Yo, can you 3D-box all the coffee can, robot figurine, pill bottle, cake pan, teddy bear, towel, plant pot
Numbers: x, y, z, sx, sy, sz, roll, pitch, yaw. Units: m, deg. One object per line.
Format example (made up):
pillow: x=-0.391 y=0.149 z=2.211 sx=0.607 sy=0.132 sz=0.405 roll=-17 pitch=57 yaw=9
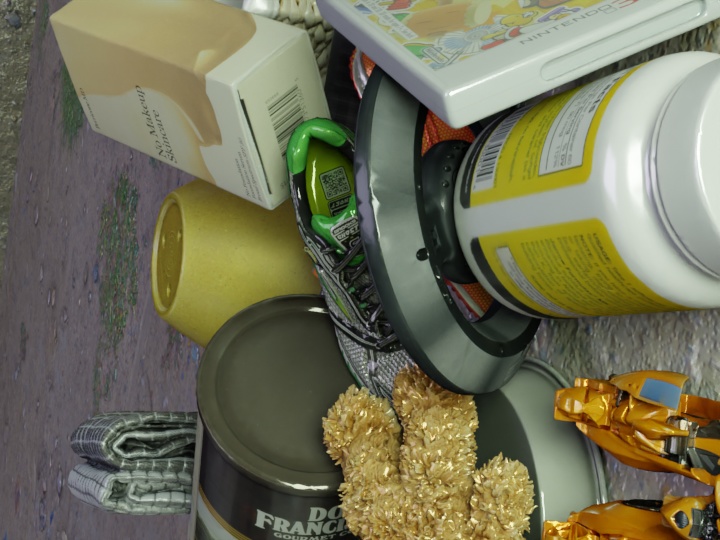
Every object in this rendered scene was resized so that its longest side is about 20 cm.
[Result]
coffee can: x=-0.042 y=0.134 z=0.952 sx=0.201 sy=0.145 sz=0.147 roll=101 pitch=160 yaw=-51
robot figurine: x=0.157 y=0.112 z=0.645 sx=0.200 sy=0.058 sz=0.147 roll=-172 pitch=86 yaw=-68
pill bottle: x=0.135 y=-0.037 z=0.657 sx=0.200 sy=0.113 sz=0.116 roll=172 pitch=102 yaw=-67
cake pan: x=0.081 y=0.152 z=0.847 sx=0.200 sy=0.036 sz=0.203 roll=-176 pitch=90 yaw=-67
teddy bear: x=0.034 y=0.147 z=0.777 sx=0.144 sy=0.067 sz=0.202 roll=-6 pitch=73 yaw=22
towel: x=-0.127 y=0.153 z=1.136 sx=0.165 sy=0.198 sz=0.087 roll=162 pitch=110 yaw=-67
plant pot: x=-0.092 y=-0.006 z=1.154 sx=0.200 sy=0.141 sz=0.202 roll=-176 pitch=90 yaw=-67

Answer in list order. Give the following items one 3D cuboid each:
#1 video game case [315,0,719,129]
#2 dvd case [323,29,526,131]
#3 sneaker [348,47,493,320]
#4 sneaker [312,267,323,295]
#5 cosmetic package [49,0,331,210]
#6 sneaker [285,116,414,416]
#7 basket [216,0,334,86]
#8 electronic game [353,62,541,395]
video game case: x=0.088 y=-0.146 z=0.723 sx=0.200 sy=0.181 sz=0.023 roll=-129 pitch=18 yaw=-59
dvd case: x=0.044 y=-0.137 z=0.915 sx=0.148 sy=0.016 sz=0.202 roll=18 pitch=104 yaw=30
sneaker: x=0.059 y=-0.059 z=0.863 sx=0.073 sy=0.077 sz=0.202 roll=-27 pitch=-86 yaw=-81
sneaker: x=0.013 y=-0.023 z=0.990 sx=0.074 sy=0.079 sz=0.202 roll=-122 pitch=43 yaw=-57
cosmetic package: x=-0.115 y=-0.127 z=0.959 sx=0.199 sy=0.071 sz=0.106 roll=23 pitch=142 yaw=40
sneaker: x=0.000 y=0.000 z=0.854 sx=0.201 sy=0.078 sz=0.085 roll=64 pitch=-171 yaw=12
basket: x=-0.045 y=-0.234 z=1.063 sx=0.198 sy=0.159 sz=0.202 roll=147 pitch=124 yaw=-62
electronic game: x=0.054 y=-0.032 z=0.776 sx=0.041 sy=0.199 sz=0.202 roll=-10 pitch=74 yaw=31
